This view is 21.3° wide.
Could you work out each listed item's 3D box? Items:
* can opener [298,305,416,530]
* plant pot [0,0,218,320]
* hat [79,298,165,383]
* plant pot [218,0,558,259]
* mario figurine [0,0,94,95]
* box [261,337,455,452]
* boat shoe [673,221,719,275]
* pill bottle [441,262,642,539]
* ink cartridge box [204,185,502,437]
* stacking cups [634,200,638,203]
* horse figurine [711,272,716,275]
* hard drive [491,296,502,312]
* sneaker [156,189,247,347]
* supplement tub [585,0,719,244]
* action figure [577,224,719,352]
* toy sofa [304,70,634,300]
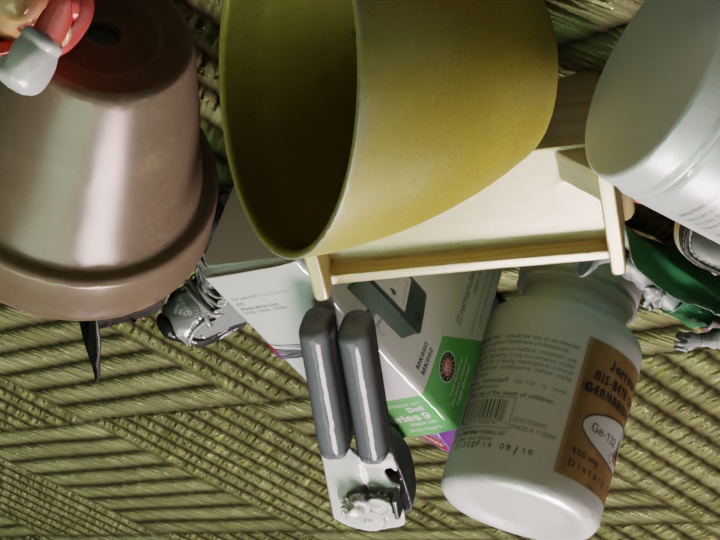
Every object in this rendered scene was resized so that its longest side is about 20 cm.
[{"bbox_3d":[-0.003,0.098,1.264,0.052,0.067,0.201,3,135,15],"label":"can opener"},{"bbox_3d":[-0.175,-0.095,1.233,0.199,0.201,0.175,20,140,-5],"label":"plant pot"},{"bbox_3d":[-0.184,-0.020,1.449,0.080,0.202,0.201,-11,160,-8],"label":"hat"},{"bbox_3d":[0.022,-0.110,1.039,0.141,0.201,0.200,-3,168,-24],"label":"plant pot"},{"bbox_3d":[-0.190,-0.181,1.057,0.106,0.124,0.200,27,141,-7],"label":"mario figurine"},{"bbox_3d":[-0.008,0.073,1.589,0.199,0.039,0.137,28,167,27],"label":"box"},{"bbox_3d":[0.291,-0.009,1.161,0.199,0.072,0.066,12,-161,2],"label":"boat shoe"},{"bbox_3d":[0.136,0.078,1.344,0.114,0.201,0.114,16,158,6],"label":"pill bottle"},{"bbox_3d":[0.000,0.000,1.299,0.084,0.147,0.200,-9,139,36],"label":"ink cartridge box"},{"bbox_3d":[0.127,-0.055,1.218,0.199,0.061,0.060,-5,149,46],"label":"stacking cups"},{"bbox_3d":[0.322,0.017,1.255,0.199,0.050,0.133,18,165,9],"label":"horse figurine"},{"bbox_3d":[0.044,0.024,1.520,0.139,0.033,0.200,6,155,30],"label":"hard drive"},{"bbox_3d":[-0.112,0.013,1.457,0.115,0.075,0.200,-32,159,5],"label":"sneaker"},{"bbox_3d":[0.235,-0.064,1.016,0.199,0.133,0.132,26,158,-19],"label":"supplement tub"},{"bbox_3d":[0.221,0.019,1.297,0.199,0.055,0.118,28,-165,-28],"label":"action figure"},{"bbox_3d":[0.061,-0.050,1.147,0.199,0.098,0.083,-6,130,11],"label":"toy sofa"}]
